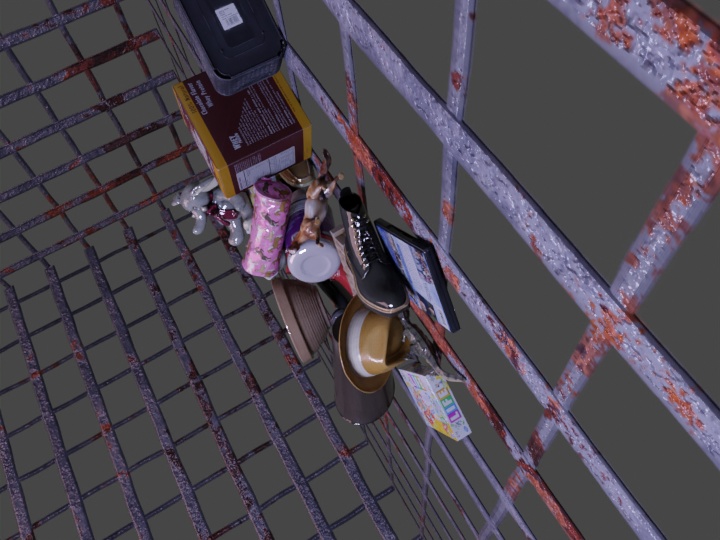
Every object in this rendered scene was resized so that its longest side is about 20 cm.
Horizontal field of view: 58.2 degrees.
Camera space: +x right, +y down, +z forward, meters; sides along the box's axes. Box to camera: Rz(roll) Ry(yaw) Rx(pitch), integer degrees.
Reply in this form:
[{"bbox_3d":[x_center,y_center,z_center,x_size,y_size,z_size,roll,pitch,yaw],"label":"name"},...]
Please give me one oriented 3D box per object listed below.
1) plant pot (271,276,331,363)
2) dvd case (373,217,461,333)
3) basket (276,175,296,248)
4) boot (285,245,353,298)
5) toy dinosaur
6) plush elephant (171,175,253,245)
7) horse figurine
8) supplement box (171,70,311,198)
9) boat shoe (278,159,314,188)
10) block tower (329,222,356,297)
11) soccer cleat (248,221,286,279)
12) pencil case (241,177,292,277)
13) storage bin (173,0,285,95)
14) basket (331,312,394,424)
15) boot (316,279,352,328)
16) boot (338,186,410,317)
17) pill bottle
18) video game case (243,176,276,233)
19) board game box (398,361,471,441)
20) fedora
[{"bbox_3d":[-0.123,0.098,1.459,0.201,0.091,0.204,159,90,-88],"label":"plant pot"},{"bbox_3d":[0.085,0.002,1.015,0.144,0.017,0.200,68,168,-23],"label":"dvd case"},{"bbox_3d":[-0.185,-0.132,1.577,0.202,0.141,0.149,65,169,-15],"label":"basket"},{"bbox_3d":[-0.085,0.008,1.455,0.201,0.143,0.073,57,167,18],"label":"boot"},{"bbox_3d":[0.115,0.147,1.150,0.201,0.047,0.089,51,157,33],"label":"toy dinosaur"},{"bbox_3d":[-0.345,-0.152,1.499,0.164,0.153,0.203,-13,93,60],"label":"plush elephant"},{"bbox_3d":[-0.081,-0.120,1.210,0.132,0.049,0.203,-173,97,-71],"label":"horse figurine"},{"bbox_3d":[-0.226,-0.289,1.265,0.199,0.198,0.133,59,168,12],"label":"supplement box"},{"bbox_3d":[-0.155,-0.257,1.368,0.201,0.071,0.077,55,155,34],"label":"boat shoe"},{"bbox_3d":[0.000,0.000,1.291,0.058,0.053,0.202,44,159,54],"label":"block tower"},{"bbox_3d":[-0.211,-0.043,1.456,0.069,0.078,0.201,24,161,18],"label":"soccer cleat"},{"bbox_3d":[-0.191,-0.086,1.318,0.085,0.083,0.202,23,124,9],"label":"pencil case"},{"bbox_3d":[-0.230,-0.429,1.124,0.202,0.134,0.094,63,168,-3],"label":"storage bin"},{"bbox_3d":[0.003,0.192,1.377,0.182,0.134,0.202,-74,-16,-48],"label":"basket"},{"bbox_3d":[-0.046,0.071,1.493,0.164,0.066,0.201,30,-162,-46],"label":"boot"},{"bbox_3d":[0.012,-0.031,1.053,0.200,0.077,0.140,51,159,46],"label":"boot"},{"bbox_3d":[-0.106,-0.080,1.358,0.113,0.111,0.202,74,-178,-47],"label":"pill bottle"},{"bbox_3d":[-0.237,-0.180,1.480,0.199,0.023,0.185,-1,103,59],"label":"video game case"},{"bbox_3d":[0.143,0.254,1.283,0.136,0.034,0.200,63,168,0],"label":"board game box"},{"bbox_3d":[0.040,0.131,1.216,0.081,0.201,0.203,-7,116,38],"label":"fedora"}]
